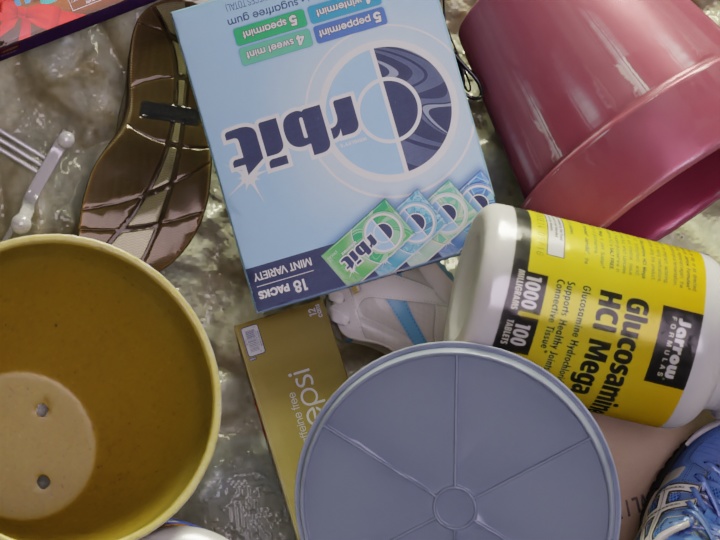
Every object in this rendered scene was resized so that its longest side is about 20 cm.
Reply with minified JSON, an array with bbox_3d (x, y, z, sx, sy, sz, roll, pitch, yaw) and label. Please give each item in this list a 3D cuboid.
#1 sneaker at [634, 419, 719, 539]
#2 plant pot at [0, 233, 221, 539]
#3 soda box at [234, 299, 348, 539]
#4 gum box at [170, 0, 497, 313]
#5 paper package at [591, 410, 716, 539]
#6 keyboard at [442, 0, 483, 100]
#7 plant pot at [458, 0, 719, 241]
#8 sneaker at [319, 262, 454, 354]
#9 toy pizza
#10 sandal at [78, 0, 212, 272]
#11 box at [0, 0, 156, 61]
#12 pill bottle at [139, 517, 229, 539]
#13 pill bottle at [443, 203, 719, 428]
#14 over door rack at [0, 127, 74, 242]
[{"bbox_3d":[0.206,0.168,1.523,0.076,0.077,0.201,34,58,-4],"label":"sneaker"},{"bbox_3d":[-0.201,0.094,1.565,0.199,0.142,0.202,6,71,-17],"label":"plant pot"},{"bbox_3d":[-0.024,0.126,1.605,0.064,0.068,0.201,-16,64,-4],"label":"soda box"},{"bbox_3d":[-0.014,-0.092,1.599,0.169,0.045,0.201,-16,91,0],"label":"gum box"},{"bbox_3d":[0.145,0.153,1.608,0.199,0.103,0.192,-22,79,-27],"label":"paper package"},{"bbox_3d":[0.018,-0.161,1.655,0.039,0.104,0.201,-18,90,-45],"label":"keyboard"},{"bbox_3d":[0.164,-0.119,1.650,0.199,0.200,0.180,-32,78,-12],"label":"plant pot"},{"bbox_3d":[0.000,0.000,1.658,0.081,0.077,0.200,-43,94,-9],"label":"sneaker"},{"bbox_3d":[0.059,0.140,1.505,0.199,0.032,0.202,2,100,9],"label":"toy pizza"},{"bbox_3d":[-0.136,-0.082,1.649,0.080,0.054,0.201,12,70,-7],"label":"sandal"},{"bbox_3d":[-0.177,-0.238,1.646,0.199,0.039,0.138,-23,86,-12],"label":"box"},{"bbox_3d":[-0.117,0.213,1.557,0.111,0.200,0.113,1,86,-12],"label":"pill bottle"},{"bbox_3d":[0.159,0.034,1.539,0.199,0.112,0.113,13,84,-7],"label":"pill bottle"},{"bbox_3d":[-0.292,-0.038,1.603,0.147,0.067,0.201,31,81,-8],"label":"over door rack"}]
